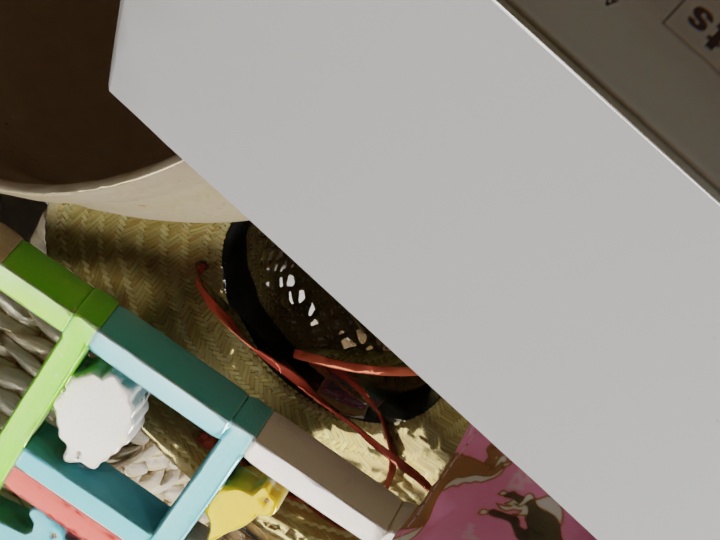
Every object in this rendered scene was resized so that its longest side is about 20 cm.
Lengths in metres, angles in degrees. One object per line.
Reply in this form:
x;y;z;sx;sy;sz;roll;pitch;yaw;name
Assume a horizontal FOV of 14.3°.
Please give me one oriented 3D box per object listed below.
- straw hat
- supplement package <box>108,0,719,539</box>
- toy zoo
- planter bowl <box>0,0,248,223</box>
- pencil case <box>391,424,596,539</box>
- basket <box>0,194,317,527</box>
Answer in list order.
0.000;0.000;0.923;0.200;0.085;0.202;20;140;18;straw hat
0.082;-0.074;0.471;0.151;0.200;0.152;42;162;5;supplement package
-0.068;0.089;0.945;0.199;0.020;0.131;35;122;-1;toy zoo
-0.018;-0.099;0.700;0.200;0.201;0.134;30;-175;37;planter bowl
0.069;0.053;0.790;0.086;0.201;0.083;8;147;43;pencil case
-0.131;0.010;1.087;0.198;0.161;0.200;33;-171;14;basket
